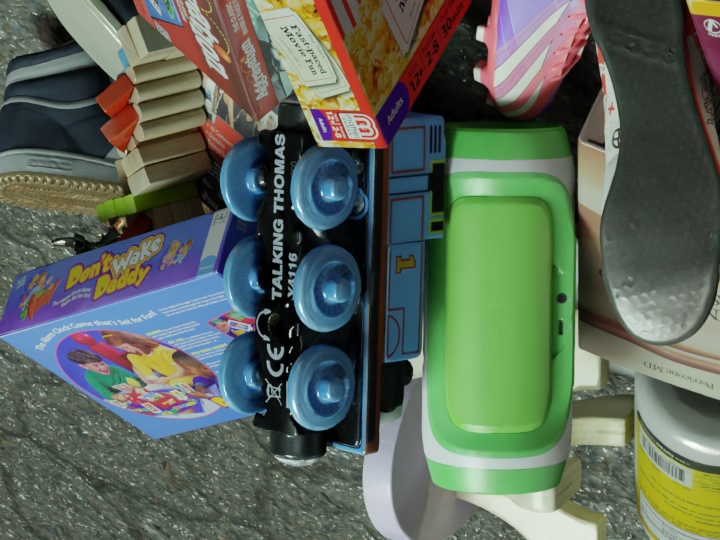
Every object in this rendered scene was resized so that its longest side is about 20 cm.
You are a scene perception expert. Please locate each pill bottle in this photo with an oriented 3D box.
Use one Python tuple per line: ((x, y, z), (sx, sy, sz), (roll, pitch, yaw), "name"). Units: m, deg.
((0.225, 0.116, 1.672), (0.112, 0.113, 0.201), (20, 149, 19), "pill bottle")

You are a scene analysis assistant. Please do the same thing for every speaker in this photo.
((0.077, 0.019, 1.508), (0.088, 0.088, 0.202), (6, 99, 38), "speaker")

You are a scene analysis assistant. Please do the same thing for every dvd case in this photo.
((-0.060, -0.114, 1.546), (0.146, 0.022, 0.201), (40, 134, 38), "dvd case")

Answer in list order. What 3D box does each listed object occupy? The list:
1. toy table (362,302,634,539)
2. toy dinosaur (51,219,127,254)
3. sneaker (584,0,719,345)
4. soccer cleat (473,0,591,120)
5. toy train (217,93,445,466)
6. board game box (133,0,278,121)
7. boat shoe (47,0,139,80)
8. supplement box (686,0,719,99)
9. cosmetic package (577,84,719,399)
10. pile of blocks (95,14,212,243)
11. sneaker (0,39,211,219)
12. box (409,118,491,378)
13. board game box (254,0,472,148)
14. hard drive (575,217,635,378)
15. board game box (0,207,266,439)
((0.095, 0.107, 1.667), (0.116, 0.200, 0.185), (6, 118, 23), "toy table")
((-0.141, -0.003, 1.881), (0.135, 0.102, 0.201), (-20, 111, 27), "toy dinosaur")
((0.160, -0.068, 1.388), (0.067, 0.108, 0.203), (-6, 95, 19), "sneaker")
((0.103, -0.144, 1.447), (0.076, 0.067, 0.201), (12, 146, 13), "soccer cleat")
((-0.013, 0.003, 1.461), (0.086, 0.114, 0.202), (9, 101, 47), "toy train")
((-0.096, -0.160, 1.378), (0.103, 0.019, 0.200), (42, 166, 25), "board game box")
((-0.117, -0.134, 1.661), (0.200, 0.062, 0.075), (45, 165, -7), "boat shoe")
((0.250, -0.091, 1.361), (0.110, 0.086, 0.201), (10, 144, 33), "supplement box")
((0.180, -0.027, 1.521), (0.103, 0.088, 0.201), (18, 148, 18), "cosmetic package")
((-0.132, -0.078, 1.588), (0.082, 0.062, 0.201), (23, 121, 47), "pile of blocks")
((-0.143, -0.089, 1.766), (0.199, 0.109, 0.070), (9, 156, -23), "sneaker")
((0.000, 0.000, 1.647), (0.199, 0.128, 0.109), (-15, 108, 43), "box")
((-0.008, -0.187, 1.374), (0.046, 0.152, 0.201), (3, 137, 31), "board game box")
((0.082, 0.004, 1.725), (0.199, 0.025, 0.132), (11, 144, 32), "hard drive")
((-0.098, 0.034, 1.579), (0.199, 0.045, 0.134), (-15, 139, 43), "board game box")
